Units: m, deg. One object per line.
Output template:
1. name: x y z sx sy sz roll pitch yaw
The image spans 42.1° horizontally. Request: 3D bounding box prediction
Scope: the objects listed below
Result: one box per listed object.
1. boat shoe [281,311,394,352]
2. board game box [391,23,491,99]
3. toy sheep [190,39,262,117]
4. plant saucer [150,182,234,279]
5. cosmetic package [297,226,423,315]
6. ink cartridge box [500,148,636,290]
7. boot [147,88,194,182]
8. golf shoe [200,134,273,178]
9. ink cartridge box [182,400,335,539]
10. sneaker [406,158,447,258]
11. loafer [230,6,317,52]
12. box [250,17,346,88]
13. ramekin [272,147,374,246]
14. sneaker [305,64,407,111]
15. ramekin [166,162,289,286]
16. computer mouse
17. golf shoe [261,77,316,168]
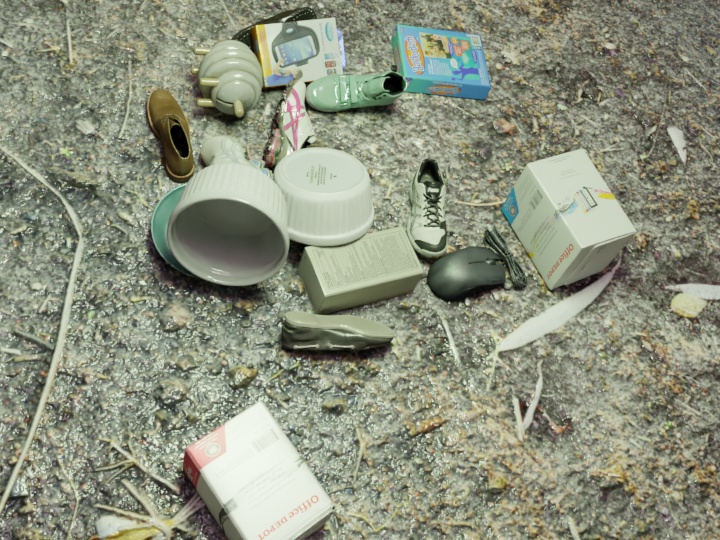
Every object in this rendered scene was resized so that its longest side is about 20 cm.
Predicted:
1. boat shoe: -0.040 0.112 1.587 0.196 0.058 0.067 9 21 -16
2. board game box: 0.171 -0.445 1.997 0.195 0.045 0.155 4 58 -15
3. toy sheep: -0.248 -0.360 1.765 0.135 0.139 0.203 -2 56 -18
4. plant saucer: -0.267 -0.063 1.629 0.195 0.036 0.204 8 58 -13
5. cosmetic package: 0.000 0.000 1.650 0.196 0.074 0.105 -12 63 -23
6. ink cartridge box: 0.394 -0.097 1.787 0.142 0.148 0.202 -16 65 -25
7. boot: -0.342 -0.265 1.709 0.072 0.076 0.203 -11 62 -21
8. golf shoe: -0.241 -0.183 1.646 0.096 0.080 0.199 -13 33 -39
9. ink cartridge box: -0.153 0.324 1.394 0.144 0.085 0.201 -28 69 -30
10. sneaker: 0.125 -0.121 1.747 0.074 0.088 0.203 0 55 -9
11. loafer: -0.182 -0.477 1.903 0.197 0.074 0.071 -26 25 -21
12. box: -0.115 -0.436 1.872 0.196 0.041 0.122 -13 98 -22
13. ramekin: -0.070 -0.138 1.659 0.197 0.096 0.204 4 36 -3
14. sneaker: -0.005 -0.362 1.838 0.196 0.118 0.076 -8 89 -22
15. ramekin: -0.210 -0.081 1.523 0.196 0.202 0.106 12 46 -9
16. computer mouse: 0.214 -0.011 1.735 0.197 0.053 0.140 -18 67 -26
17. golf shoe: -0.127 -0.272 1.786 0.090 0.073 0.204 17 65 -13
